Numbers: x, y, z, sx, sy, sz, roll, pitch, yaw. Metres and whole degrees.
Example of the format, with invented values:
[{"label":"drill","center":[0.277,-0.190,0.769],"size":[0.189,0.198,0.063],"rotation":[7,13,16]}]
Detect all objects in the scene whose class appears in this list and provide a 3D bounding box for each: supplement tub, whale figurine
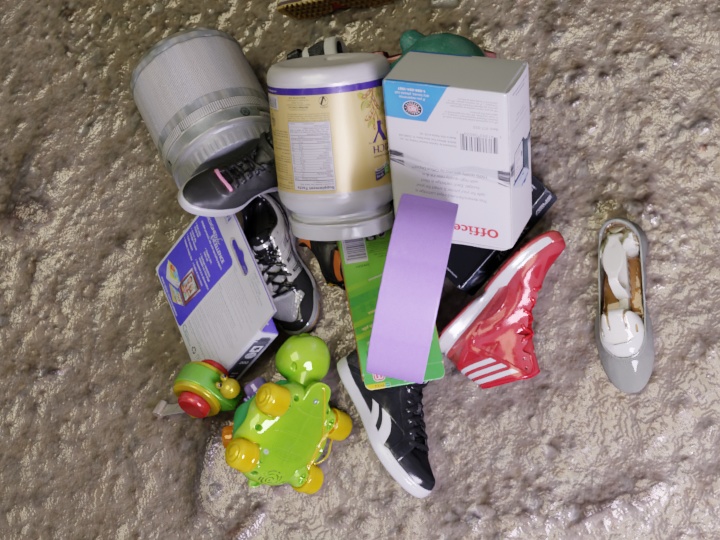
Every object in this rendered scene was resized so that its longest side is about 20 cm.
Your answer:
[{"label":"supplement tub","center":[-0.029,-0.146,1.604],"size":[0.145,0.145,0.200],"rotation":[2,107,27]},{"label":"whale figurine","center":[0.060,-0.213,1.647],"size":[0.200,0.104,0.159],"rotation":[-7,86,27]}]

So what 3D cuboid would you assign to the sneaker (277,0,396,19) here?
[{"label":"sneaker","center":[-0.023,-0.393,1.807],"size":[0.200,0.075,0.090],"rotation":[-5,80,24]}]

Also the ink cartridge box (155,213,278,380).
[{"label":"ink cartridge box","center":[-0.174,0.023,1.749],"size":[0.200,0.043,0.198],"rotation":[-48,58,42]}]

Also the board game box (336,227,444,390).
[{"label":"board game box","center":[0.035,0.043,1.611],"size":[0.095,0.030,0.200],"rotation":[-9,64,-4]}]

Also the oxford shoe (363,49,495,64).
[{"label":"oxford shoe","center":[0.074,-0.244,1.731],"size":[0.200,0.070,0.075],"rotation":[-3,98,18]}]

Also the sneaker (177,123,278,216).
[{"label":"sneaker","center":[-0.132,-0.132,1.682],"size":[0.071,0.200,0.099],"rotation":[54,142,20]}]

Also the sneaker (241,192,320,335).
[{"label":"sneaker","center":[-0.114,-0.012,1.750],"size":[0.076,0.088,0.200],"rotation":[-25,69,17]}]

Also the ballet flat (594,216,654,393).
[{"label":"ballet flat","center":[0.292,0.036,1.549],"size":[0.067,0.064,0.200],"rotation":[-6,75,25]}]

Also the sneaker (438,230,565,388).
[{"label":"sneaker","center":[0.192,0.056,1.602],"size":[0.116,0.078,0.200],"rotation":[46,105,14]}]

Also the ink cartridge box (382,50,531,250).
[{"label":"ink cartridge box","center":[0.112,-0.136,1.550],"size":[0.146,0.200,0.086],"rotation":[10,39,22]}]

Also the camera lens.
[{"label":"camera lens","center":[-0.200,-0.205,1.798],"size":[0.160,0.160,0.200],"rotation":[-35,65,15]}]

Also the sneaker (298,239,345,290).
[{"label":"sneaker","center":[0.000,0.000,1.710],"size":[0.200,0.070,0.090],"rotation":[49,120,25]}]

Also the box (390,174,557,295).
[{"label":"box","center":[0.116,-0.093,1.679],"size":[0.160,0.044,0.200],"rotation":[-49,62,7]}]

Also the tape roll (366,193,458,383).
[{"label":"tape roll","center":[0.057,0.020,1.499],"size":[0.066,0.200,0.201],"rotation":[12,82,3]}]

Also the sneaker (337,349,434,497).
[{"label":"sneaker","center":[0.058,0.157,1.621],"size":[0.112,0.073,0.200],"rotation":[-38,63,15]}]

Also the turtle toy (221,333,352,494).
[{"label":"turtle toy","center":[-0.092,0.174,1.675],"size":[0.101,0.146,0.200],"rotation":[28,90,50]}]

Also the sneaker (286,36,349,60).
[{"label":"sneaker","center":[-0.061,-0.198,1.784],"size":[0.112,0.073,0.200],"rotation":[-17,62,25]}]

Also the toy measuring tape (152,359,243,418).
[{"label":"toy measuring tape","center":[-0.220,0.151,1.731],"size":[0.200,0.073,0.074],"rotation":[-13,70,49]}]
